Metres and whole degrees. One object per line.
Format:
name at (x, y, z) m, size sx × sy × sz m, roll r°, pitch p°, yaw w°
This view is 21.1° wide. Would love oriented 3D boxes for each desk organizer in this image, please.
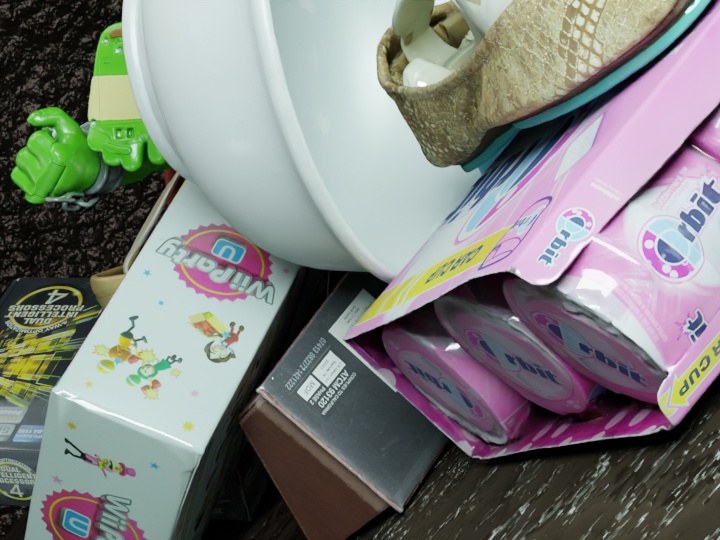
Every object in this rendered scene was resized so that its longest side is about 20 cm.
desk organizer at (0.022, 0.018, 0.805) m, size 0.200 × 0.072 × 0.077 m, roll -52°, pitch 5°, yaw -36°

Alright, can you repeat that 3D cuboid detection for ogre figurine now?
ogre figurine at (-0.065, -0.108, 0.887) m, size 0.201 × 0.098 × 0.120 m, roll -67°, pitch -18°, yaw 8°

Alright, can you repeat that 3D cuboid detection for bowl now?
bowl at (-0.027, -0.086, 0.725) m, size 0.090 × 0.202 × 0.201 m, roll -8°, pitch 25°, yaw 24°

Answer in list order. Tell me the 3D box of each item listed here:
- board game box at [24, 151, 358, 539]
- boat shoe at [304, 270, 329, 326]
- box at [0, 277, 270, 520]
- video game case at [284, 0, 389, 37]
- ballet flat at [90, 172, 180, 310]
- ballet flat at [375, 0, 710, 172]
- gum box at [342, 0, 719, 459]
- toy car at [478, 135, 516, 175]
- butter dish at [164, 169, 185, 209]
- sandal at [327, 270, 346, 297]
board game box at (-0.067, 0.034, 0.810) m, size 0.148 × 0.064 × 0.200 m, roll 110°, pitch -176°, yaw -47°
boat shoe at (-0.014, 0.025, 1.024) m, size 0.074 × 0.074 × 0.200 m, roll -22°, pitch 8°, yaw 25°
box at (-0.133, 0.067, 1.088) m, size 0.199 × 0.049 × 0.161 m, roll 2°, pitch 37°, yaw 18°
video game case at (0.006, -0.194, 0.798) m, size 0.023 × 0.199 × 0.183 m, roll 30°, pitch 98°, yaw 61°
ballet flat at (-0.054, -0.042, 0.964) m, size 0.200 × 0.063 × 0.069 m, roll -46°, pitch 10°, yaw -3°
ballet flat at (0.045, -0.077, 0.604) m, size 0.071 × 0.065 × 0.200 m, roll -46°, pitch 5°, yaw -19°
gum box at (0.075, -0.009, 0.589) m, size 0.114 × 0.066 × 0.200 m, roll -49°, pitch 5°, yaw -15°
toy car at (0.086, -0.155, 0.748) m, size 0.184 × 0.200 × 0.177 m, roll -46°, pitch -2°, yaw 30°
butter dish at (-0.011, -0.101, 1.064) m, size 0.147 × 0.201 × 0.200 m, roll 8°, pitch 22°, yaw 28°
sandal at (0.000, 0.000, 0.916) m, size 0.076 × 0.043 × 0.201 m, roll 91°, pitch -163°, yaw -56°
